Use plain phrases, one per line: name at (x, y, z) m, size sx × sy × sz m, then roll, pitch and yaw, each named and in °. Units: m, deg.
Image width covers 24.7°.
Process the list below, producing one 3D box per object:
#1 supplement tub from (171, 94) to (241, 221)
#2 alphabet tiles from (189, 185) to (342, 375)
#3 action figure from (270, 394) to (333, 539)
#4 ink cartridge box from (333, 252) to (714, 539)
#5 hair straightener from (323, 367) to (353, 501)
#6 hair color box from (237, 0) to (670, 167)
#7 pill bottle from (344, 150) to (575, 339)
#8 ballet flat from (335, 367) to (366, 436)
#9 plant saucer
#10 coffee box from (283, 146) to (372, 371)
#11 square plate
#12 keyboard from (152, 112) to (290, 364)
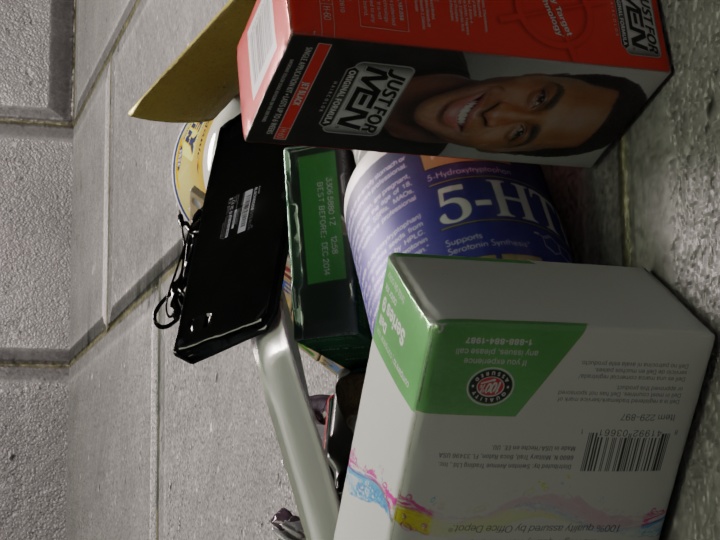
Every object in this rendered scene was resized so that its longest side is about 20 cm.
supplement tub at (-0.060, -0.079, 1.264) m, size 0.200 × 0.143 × 0.146 m, roll -176°, pitch 89°, yaw -72°
alphabet tiles at (-0.061, 0.011, 1.216) m, size 0.008 × 0.167 × 0.200 m, roll -51°, pitch -6°, yaw -17°
action figure at (-0.032, 0.200, 1.249) m, size 0.131 × 0.069 × 0.202 m, roll 90°, pitch 179°, yaw -53°
ink cartridge box at (0.072, 0.101, 0.810) m, size 0.088 × 0.144 × 0.202 m, roll -125°, pitch 41°, yaw -62°
hair straightener at (-0.013, 0.146, 1.171) m, size 0.077 × 0.040 × 0.201 m, roll 108°, pitch 176°, yaw -46°
hair color box at (0.045, -0.108, 0.837) m, size 0.102 × 0.198 × 0.062 m, roll 123°, pitch 145°, yaw -58°
pill bottle at (0.054, -0.017, 0.927) m, size 0.120 × 0.118 × 0.201 m, roll 110°, pitch 154°, yaw -44°
ballet flat at (0.031, 0.092, 1.028) m, size 0.200 × 0.070 × 0.066 m, roll -26°, pitch 43°, yaw 63°
plant saucer at (-0.066, -0.186, 1.170) m, size 0.200 × 0.048 × 0.200 m, roll -43°, pitch 10°, yaw 17°
coffee box at (0.000, 0.000, 1.066) m, size 0.200 × 0.043 × 0.124 m, roll 41°, pitch -136°, yaw -71°
square plate at (-0.045, 0.084, 1.072) m, size 0.199 × 0.028 × 0.202 m, roll -108°, pitch 4°, yaw -61°
keyboard at (-0.074, -0.024, 1.055) m, size 0.103 × 0.040 × 0.201 m, roll -19°, pitch 44°, yaw 30°
